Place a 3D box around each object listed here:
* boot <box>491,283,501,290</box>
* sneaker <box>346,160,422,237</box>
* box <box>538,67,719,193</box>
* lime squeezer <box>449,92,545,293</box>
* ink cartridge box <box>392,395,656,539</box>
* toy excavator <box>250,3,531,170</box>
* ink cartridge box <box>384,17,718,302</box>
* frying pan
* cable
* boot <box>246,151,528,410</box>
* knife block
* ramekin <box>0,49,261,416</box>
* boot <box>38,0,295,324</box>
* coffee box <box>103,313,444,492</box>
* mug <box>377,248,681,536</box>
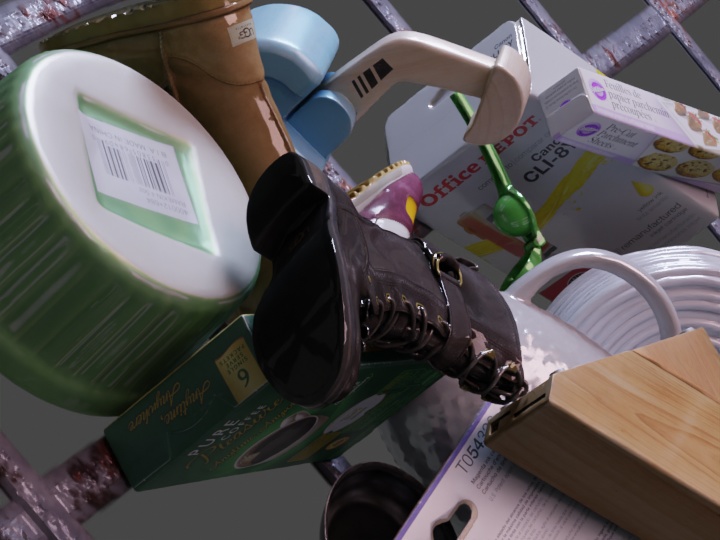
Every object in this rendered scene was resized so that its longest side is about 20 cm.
[{"bbox_3d":[0.176,0.034,1.774,0.200,0.132,0.070,30,32,-15],"label":"boot"},{"bbox_3d":[0.000,0.000,1.652,0.090,0.075,0.200,56,34,-6],"label":"sneaker"},{"bbox_3d":[0.205,-0.095,1.783,0.200,0.041,0.039,15,50,-45],"label":"box"},{"bbox_3d":[0.091,-0.022,1.740,0.038,0.071,0.200,99,-6,-76],"label":"lime squeezer"},{"bbox_3d":[0.094,0.203,1.450,0.200,0.043,0.196,42,57,-7],"label":"ink cartridge box"},{"bbox_3d":[-0.021,-0.115,1.611,0.194,0.200,0.100,43,29,-11],"label":"toy excavator"},{"bbox_3d":[0.136,-0.070,1.845,0.200,0.145,0.083,30,36,-32],"label":"ink cartridge box"},{"bbox_3d":[0.027,0.202,1.476,0.115,0.031,0.190,2,66,-48],"label":"frying pan"},{"bbox_3d":[0.210,0.085,1.709,0.200,0.200,0.069,4,14,-3],"label":"cable"},{"bbox_3d":[0.026,0.028,1.391,0.174,0.069,0.200,31,30,-29],"label":"boot"},{"bbox_3d":[0.188,0.129,1.474,0.200,0.064,0.176,-14,71,-43],"label":"knife block"},{"bbox_3d":[-0.150,-0.027,1.426,0.200,0.098,0.200,35,32,-26],"label":"ramekin"},{"bbox_3d":[-0.105,-0.063,1.537,0.066,0.175,0.200,-25,102,-42],"label":"boot"},{"bbox_3d":[-0.038,0.068,1.449,0.200,0.123,0.044,-4,60,-55],"label":"coffee box"},{"bbox_3d":[0.113,0.078,1.582,0.175,0.200,0.148,41,-1,-10],"label":"mug"}]
